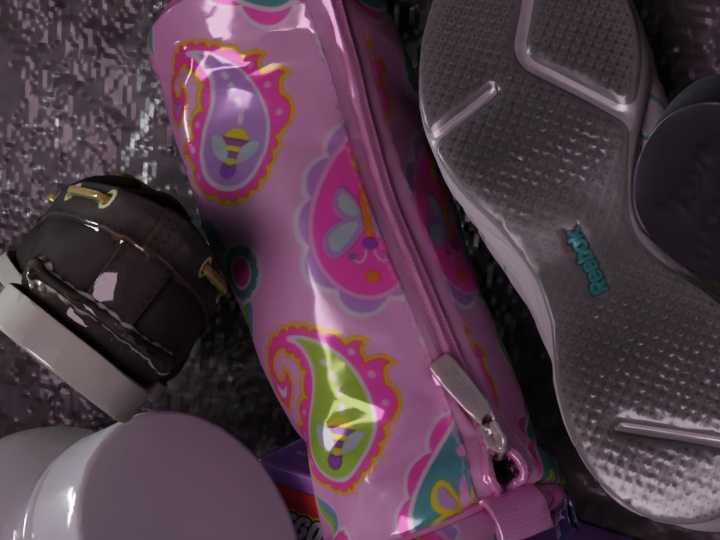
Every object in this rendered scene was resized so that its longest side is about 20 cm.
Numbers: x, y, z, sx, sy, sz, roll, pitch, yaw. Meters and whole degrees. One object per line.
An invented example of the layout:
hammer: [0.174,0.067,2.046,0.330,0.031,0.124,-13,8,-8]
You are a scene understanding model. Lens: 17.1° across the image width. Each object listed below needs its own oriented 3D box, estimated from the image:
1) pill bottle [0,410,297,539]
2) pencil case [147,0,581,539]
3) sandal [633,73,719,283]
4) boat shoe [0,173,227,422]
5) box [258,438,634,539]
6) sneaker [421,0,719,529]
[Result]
pill bottle: [-0.116,0.121,0.827,0.200,0.120,0.120,-29,87,43]
pencil case: [0.000,0.000,0.755,0.087,0.087,0.200,-28,75,32]
sandal: [0.165,0.009,0.625,0.200,0.043,0.076,17,127,16]
boat shoe: [-0.076,0.002,0.775,0.072,0.201,0.061,38,90,-8]
box: [0.050,0.149,0.806,0.200,0.039,0.137,16,108,26]
sneaker: [0.073,-0.011,0.728,0.070,0.080,0.200,-22,69,12]
